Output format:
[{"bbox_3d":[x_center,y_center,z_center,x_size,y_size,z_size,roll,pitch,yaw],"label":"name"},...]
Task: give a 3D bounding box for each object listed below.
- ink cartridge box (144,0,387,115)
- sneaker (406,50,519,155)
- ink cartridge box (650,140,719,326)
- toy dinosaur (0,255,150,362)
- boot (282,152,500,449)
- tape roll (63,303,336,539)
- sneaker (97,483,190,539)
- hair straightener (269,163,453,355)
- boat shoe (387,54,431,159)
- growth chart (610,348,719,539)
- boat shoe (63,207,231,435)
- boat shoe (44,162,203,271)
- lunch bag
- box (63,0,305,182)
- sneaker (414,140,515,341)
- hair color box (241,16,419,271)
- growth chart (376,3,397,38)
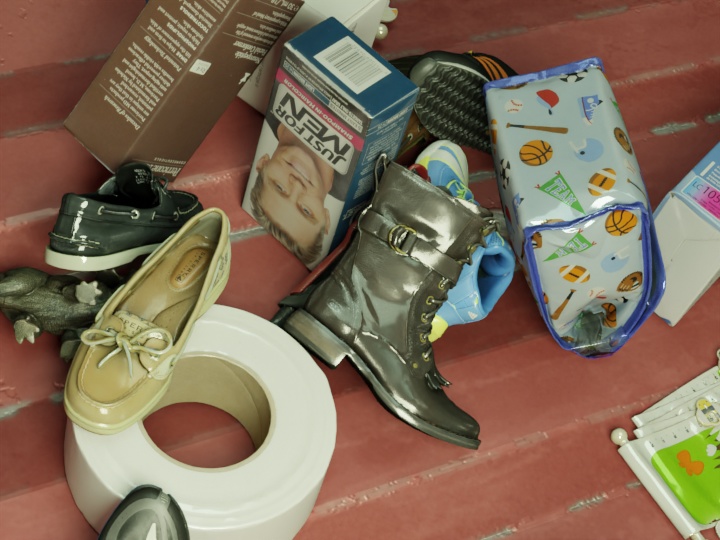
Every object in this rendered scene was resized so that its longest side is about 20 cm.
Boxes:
[{"bbox_3d":[-0.087,-0.233,1.517,0.200,0.146,0.084,36,49,13],"label":"ink cartridge box"},{"bbox_3d":[0.095,-0.163,1.517,0.200,0.070,0.090,20,36,-50],"label":"sneaker"},{"bbox_3d":[0.323,-0.060,1.497,0.076,0.137,0.200,42,53,12],"label":"ink cartridge box"},{"bbox_3d":[-0.243,0.026,1.321,0.199,0.102,0.077,0,96,-1],"label":"toy dinosaur"},{"bbox_3d":[0.054,0.025,1.329,0.200,0.069,0.174,37,84,-8],"label":"boot"},{"bbox_3d":[-0.121,0.123,1.274,0.202,0.071,0.203,7,52,-9],"label":"tape roll"},{"bbox_3d":[-0.167,0.238,1.134,0.071,0.083,0.200,26,69,-2],"label":"sneaker"},{"bbox_3d":[0.000,0.000,1.377,0.200,0.041,0.077,-40,50,-9],"label":"hair straightener"},{"bbox_3d":[0.033,-0.144,1.533,0.072,0.068,0.200,2,22,30],"label":"boat shoe"},{"bbox_3d":[0.304,0.143,1.410,0.200,0.018,0.145,-32,67,-32],"label":"growth chart"},{"bbox_3d":[-0.155,0.033,1.249,0.073,0.063,0.200,24,51,4],"label":"boat shoe"},{"bbox_3d":[-0.182,-0.052,1.350,0.074,0.066,0.199,13,17,27],"label":"boat shoe"},{"bbox_3d":[0.181,-0.046,1.409,0.123,0.200,0.170,-11,52,4],"label":"lunch bag"},{"bbox_3d":[-0.146,-0.173,1.408,0.075,0.200,0.100,44,16,19],"label":"box"},{"bbox_3d":[0.090,-0.028,1.427,0.105,0.076,0.201,-8,55,30],"label":"sneaker"},{"bbox_3d":[-0.028,-0.097,1.389,0.100,0.200,0.060,42,53,19],"label":"hair color box"},{"bbox_3d":[-0.032,-0.307,1.664,0.144,0.018,0.201,8,51,-9],"label":"growth chart"}]
